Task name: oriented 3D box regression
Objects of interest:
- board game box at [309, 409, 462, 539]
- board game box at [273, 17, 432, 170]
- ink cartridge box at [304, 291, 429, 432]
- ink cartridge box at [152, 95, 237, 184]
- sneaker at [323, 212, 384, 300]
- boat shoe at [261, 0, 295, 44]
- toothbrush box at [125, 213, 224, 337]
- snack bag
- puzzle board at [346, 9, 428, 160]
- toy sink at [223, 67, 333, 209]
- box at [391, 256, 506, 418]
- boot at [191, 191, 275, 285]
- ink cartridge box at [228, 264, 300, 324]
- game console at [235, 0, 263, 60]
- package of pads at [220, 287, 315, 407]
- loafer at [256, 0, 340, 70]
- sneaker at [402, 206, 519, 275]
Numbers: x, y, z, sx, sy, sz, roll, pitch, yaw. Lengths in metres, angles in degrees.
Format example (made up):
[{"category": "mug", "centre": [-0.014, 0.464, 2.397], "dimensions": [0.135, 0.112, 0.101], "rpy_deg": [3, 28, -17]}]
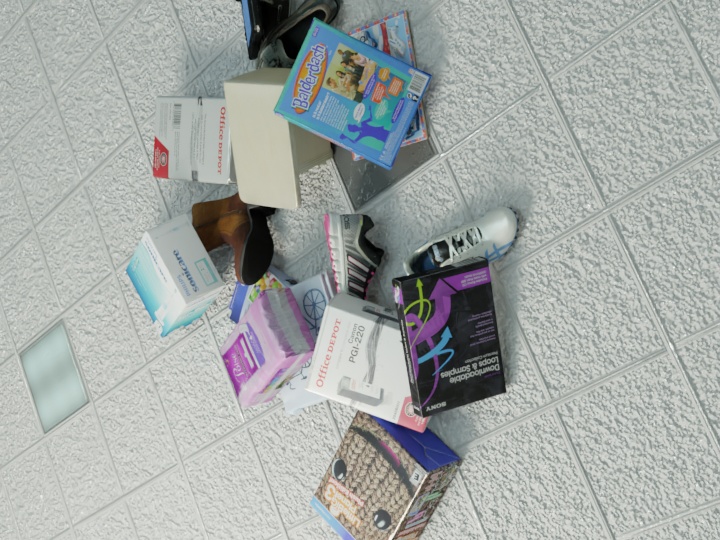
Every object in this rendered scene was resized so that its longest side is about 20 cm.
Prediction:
[{"category": "board game box", "centre": [0.037, 0.331, 1.612], "dimensions": [0.159, 0.096, 0.202], "rpy_deg": [39, 115, 29]}, {"category": "board game box", "centre": [-0.012, -0.264, 1.551], "dimensions": [0.197, 0.045, 0.154], "rpy_deg": [26, 90, -2]}, {"category": "ink cartridge box", "centre": [0.029, 0.137, 1.566], "dimensions": [0.197, 0.085, 0.148], "rpy_deg": [19, 105, 10]}, {"category": "ink cartridge box", "centre": [-0.270, -0.230, 1.821], "dimensions": [0.197, 0.083, 0.147], "rpy_deg": [9, 98, 38]}, {"category": "sneaker", "centre": [0.000, 0.000, 1.630], "dimensions": [0.086, 0.074, 0.204], "rpy_deg": [-11, 108, -3]}, {"category": "boat shoe", "centre": [-0.147, -0.466, 1.719], "dimensions": [0.070, 0.063, 0.204], "rpy_deg": [13, 102, 36]}, {"category": "toothbrush box", "centre": [-0.331, 0.012, 1.826], "dimensions": [0.148, 0.084, 0.200], "rpy_deg": [59, 151, 8]}, {"category": "snack bag", "centre": [-0.087, 0.123, 1.694], "dimensions": [0.187, 0.021, 0.203], "rpy_deg": [-24, 82, 41]}, {"category": "puzzle board", "centre": [0.028, -0.288, 1.625], "dimensions": [0.149, 0.017, 0.204], "rpy_deg": [-12, 86, 38]}, {"category": "toy sink", "centre": [-0.127, -0.217, 1.676], "dimensions": [0.129, 0.112, 0.204], "rpy_deg": [9, 116, 35]}, {"category": "box", "centre": [0.129, 0.095, 1.476], "dimensions": [0.036, 0.140, 0.204], "rpy_deg": [-157, 55, -68]}, {"category": "boot", "centre": [-0.242, -0.050, 1.796], "dimensions": [0.198, 0.068, 0.192], "rpy_deg": [-13, 68, 38]}, {"category": "ink cartridge box", "centre": [-0.157, 0.060, 1.783], "dimensions": [0.199, 0.042, 0.121], "rpy_deg": [31, 111, 34]}, {"category": "game console", "centre": [-0.229, -0.447, 1.691], "dimensions": [0.200, 0.114, 0.180], "rpy_deg": [168, 94, -81]}, {"category": "package of pads", "centre": [-0.152, 0.124, 1.667], "dimensions": [0.200, 0.075, 0.122], "rpy_deg": [-49, 59, 49]}, {"category": "loafer", "centre": [-0.111, -0.374, 1.684], "dimensions": [0.071, 0.063, 0.200], "rpy_deg": [37, 121, -14]}, {"category": "sneaker", "centre": [0.147, -0.032, 1.516], "dimensions": [0.199, 0.072, 0.073], "rpy_deg": [-31, 73, 34]}]
